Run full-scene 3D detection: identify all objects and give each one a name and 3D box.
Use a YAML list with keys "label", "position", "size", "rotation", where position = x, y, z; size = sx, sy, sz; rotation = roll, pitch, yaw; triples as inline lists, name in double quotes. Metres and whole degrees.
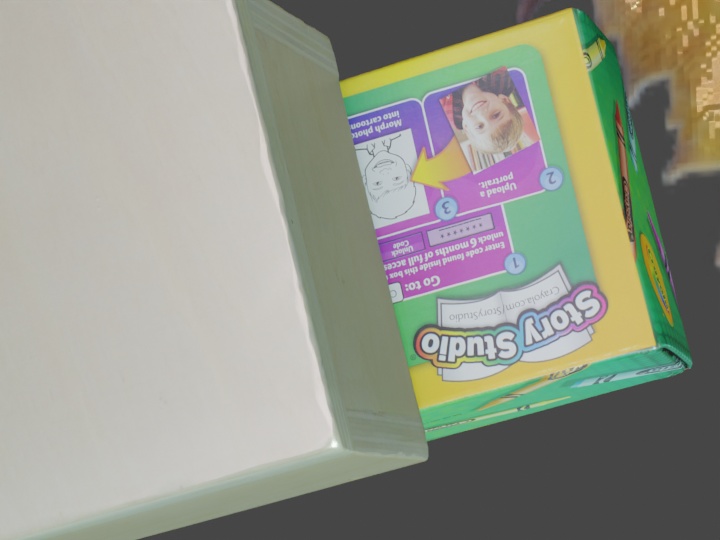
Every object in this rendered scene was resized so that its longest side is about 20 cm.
- label: "crayon box"
  position: [0.000, 0.000, 0.839]
  size: [0.200, 0.058, 0.119]
  rotation: [-16, 76, 14]
- label: "toy sink"
  position: [-0.072, -0.022, 0.775]
  size: [0.130, 0.112, 0.201]
  rotation: [-17, 81, 14]
